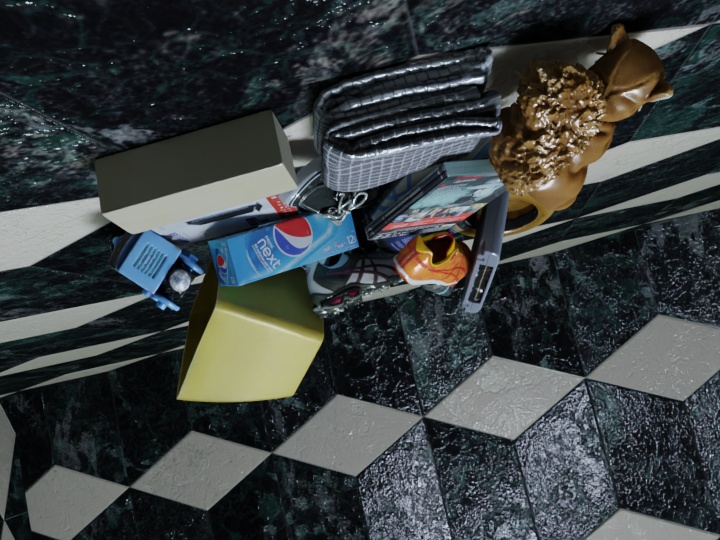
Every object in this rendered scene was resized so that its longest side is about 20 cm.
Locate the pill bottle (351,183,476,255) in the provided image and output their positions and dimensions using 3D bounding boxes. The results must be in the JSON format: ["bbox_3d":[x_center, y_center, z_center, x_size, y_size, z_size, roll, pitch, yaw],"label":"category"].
[{"bbox_3d":[0.073,-0.092,1.158,0.198,0.114,0.111,-19,171,27],"label":"pill bottle"}]

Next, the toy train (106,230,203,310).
[{"bbox_3d":[-0.294,-0.012,1.032,0.114,0.087,0.199,39,170,-26],"label":"toy train"}]

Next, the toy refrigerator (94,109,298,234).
[{"bbox_3d":[-0.174,-0.106,0.794,0.197,0.071,0.076,-15,165,5],"label":"toy refrigerator"}]

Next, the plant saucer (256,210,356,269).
[{"bbox_3d":[-0.071,-0.034,1.149,0.199,0.070,0.019,36,-179,-28],"label":"plant saucer"}]

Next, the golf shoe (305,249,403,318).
[{"bbox_3d":[0.000,0.000,1.124,0.077,0.089,0.199,-20,-178,45],"label":"golf shoe"}]

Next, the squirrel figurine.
[{"bbox_3d":[0.233,-0.165,0.790,0.186,0.143,0.199,-36,172,33],"label":"squirrel figurine"}]

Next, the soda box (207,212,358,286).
[{"bbox_3d":[-0.103,-0.036,1.023,0.198,0.065,0.067,-20,-170,-33],"label":"soda box"}]

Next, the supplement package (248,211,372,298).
[{"bbox_3d":[-0.106,-0.004,1.321,0.188,0.150,0.200,-15,172,15],"label":"supplement package"}]

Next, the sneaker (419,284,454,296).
[{"bbox_3d":[0.108,-0.043,1.235,0.075,0.203,0.079,-26,147,22],"label":"sneaker"}]

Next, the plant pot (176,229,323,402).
[{"bbox_3d":[-0.160,0.081,1.132,0.174,0.201,0.201,17,124,-18],"label":"plant pot"}]

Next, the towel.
[{"bbox_3d":[0.048,-0.151,0.800,0.197,0.087,0.166,-14,173,-4],"label":"towel"}]

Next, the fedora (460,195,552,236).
[{"bbox_3d":[0.234,-0.125,1.251,0.197,0.083,0.201,-5,158,-2],"label":"fedora"}]

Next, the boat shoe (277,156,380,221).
[{"bbox_3d":[-0.031,-0.098,0.939,0.074,0.068,0.199,-45,170,21],"label":"boat shoe"}]

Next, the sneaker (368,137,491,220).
[{"bbox_3d":[0.097,-0.118,0.982,0.199,0.073,0.072,-34,-173,17],"label":"sneaker"}]

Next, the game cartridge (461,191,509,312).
[{"bbox_3d":[0.197,-0.034,1.167,0.040,0.135,0.201,9,152,3],"label":"game cartridge"}]

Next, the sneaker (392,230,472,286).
[{"bbox_3d":[0.126,-0.021,1.096,0.077,0.073,0.199,-42,165,28],"label":"sneaker"}]

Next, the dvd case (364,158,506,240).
[{"bbox_3d":[0.111,-0.091,0.953,0.144,0.022,0.200,-9,166,-31],"label":"dvd case"}]

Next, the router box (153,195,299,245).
[{"bbox_3d":[-0.179,-0.092,0.943,0.177,0.050,0.200,-14,172,2],"label":"router box"}]
